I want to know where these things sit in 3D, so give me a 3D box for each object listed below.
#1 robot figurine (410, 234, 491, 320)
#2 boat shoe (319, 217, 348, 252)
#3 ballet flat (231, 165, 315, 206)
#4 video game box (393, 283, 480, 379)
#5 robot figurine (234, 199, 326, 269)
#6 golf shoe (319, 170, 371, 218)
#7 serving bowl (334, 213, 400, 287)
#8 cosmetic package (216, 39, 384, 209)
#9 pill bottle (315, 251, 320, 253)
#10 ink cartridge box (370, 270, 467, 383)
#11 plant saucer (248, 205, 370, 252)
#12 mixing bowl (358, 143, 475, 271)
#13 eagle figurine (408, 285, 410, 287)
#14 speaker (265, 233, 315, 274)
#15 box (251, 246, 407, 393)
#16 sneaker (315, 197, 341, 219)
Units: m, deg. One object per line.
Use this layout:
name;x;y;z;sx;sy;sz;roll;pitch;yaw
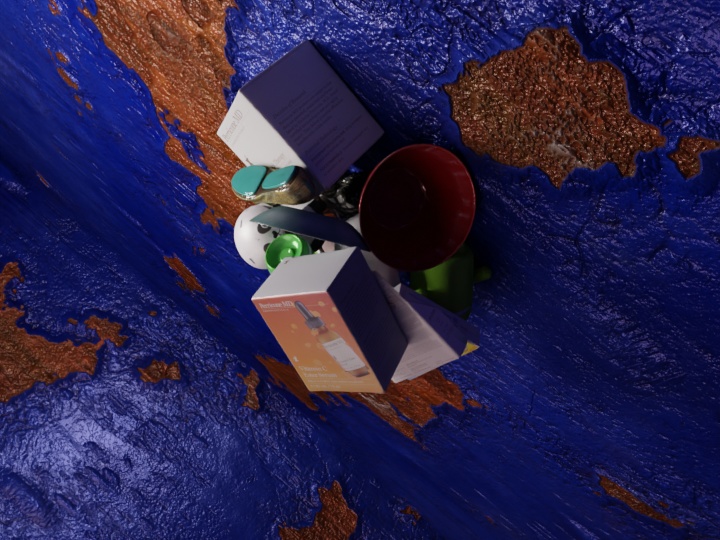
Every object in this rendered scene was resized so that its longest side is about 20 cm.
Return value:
robot figurine;0.149;0.021;1.058;0.115;0.174;0.202;29;130;50
boat shoe;0.009;-0.088;1.185;0.198;0.093;0.075;-15;119;27
ballet flat;-0.142;-0.133;0.943;0.199;0.071;0.071;8;139;49
video game box;0.082;0.117;1.037;0.181;0.047;0.200;32;140;-20
robot figurine;-0.143;-0.078;1.096;0.150;0.199;0.125;41;130;23
golf shoe;-0.007;-0.143;1.121;0.199;0.078;0.095;26;162;43
serving bowl;0.000;0.000;1.070;0.201;0.065;0.201;55;157;38
cosmetic package;-0.105;-0.237;0.989;0.200;0.167;0.167;47;154;-10
pill bottle;-0.103;0.039;1.307;0.111;0.111;0.200;39;111;4
ink cartridge box;0.052;0.087;0.949;0.200;0.050;0.161;47;135;-11
plant saucer;-0.076;-0.071;0.919;0.199;0.039;0.201;14;-177;-1
mixing bowl;0.076;-0.108;0.946;0.201;0.200;0.108;53;175;-23
eagle figurine;0.067;0.068;1.259;0.200;0.151;0.152;-34;61;48
speaker;-0.095;0.016;1.042;0.088;0.089;0.200;24;163;31
box;-0.043;0.081;0.890;0.151;0.107;0.201;-7;124;35
sneaker;-0.122;-0.131;1.235;0.077;0.112;0.201;8;138;50
